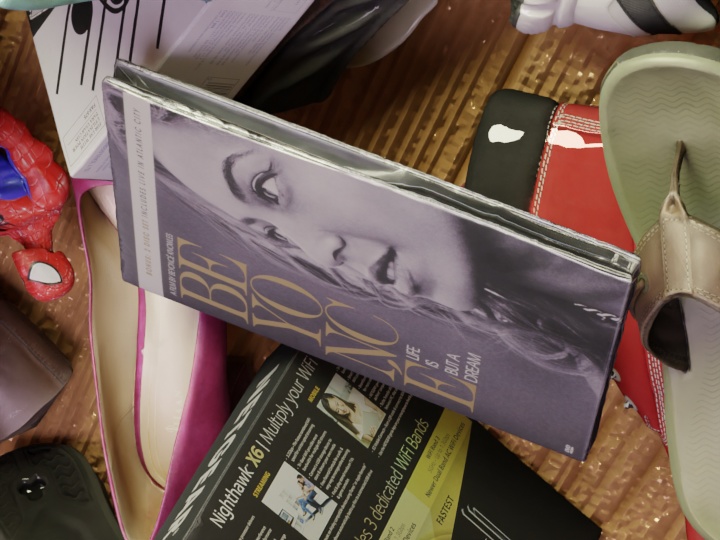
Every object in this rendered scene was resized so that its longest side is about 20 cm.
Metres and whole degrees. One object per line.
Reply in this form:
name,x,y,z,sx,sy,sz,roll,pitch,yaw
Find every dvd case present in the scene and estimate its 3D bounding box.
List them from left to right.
dvd case,0.000,0.000,0.983,0.200,0.016,0.149,22,153,9

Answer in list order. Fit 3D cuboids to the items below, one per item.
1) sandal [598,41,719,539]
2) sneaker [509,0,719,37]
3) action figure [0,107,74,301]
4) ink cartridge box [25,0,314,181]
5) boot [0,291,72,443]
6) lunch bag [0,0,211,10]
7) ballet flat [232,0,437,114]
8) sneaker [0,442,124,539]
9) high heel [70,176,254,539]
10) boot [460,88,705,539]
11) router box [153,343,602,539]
sandal,0.132,0.015,0.946,0.080,0.057,0.202,-6,108,25
sneaker,0.107,-0.166,0.911,0.080,0.074,0.200,10,132,-2
action figure,-0.179,-0.070,1.087,0.065,0.052,0.200,-24,109,39
ink cartridge box,-0.055,-0.125,0.969,0.044,0.094,0.200,3,146,-36
boot,-0.245,0.028,1.185,0.186,0.064,0.200,-29,112,33
lunch bag,-0.114,-0.207,0.910,0.200,0.122,0.171,44,127,38
ballet flat,0.008,-0.121,0.977,0.068,0.068,0.200,6,151,-34
sneaker,-0.114,0.176,1.167,0.076,0.200,0.114,-22,130,-11
high heel,-0.094,0.014,1.088,0.067,0.096,0.200,5,124,22
boot,0.099,0.025,1.036,0.144,0.072,0.201,5,116,20
router box,0.001,0.125,1.058,0.157,0.200,0.052,41,127,-7
